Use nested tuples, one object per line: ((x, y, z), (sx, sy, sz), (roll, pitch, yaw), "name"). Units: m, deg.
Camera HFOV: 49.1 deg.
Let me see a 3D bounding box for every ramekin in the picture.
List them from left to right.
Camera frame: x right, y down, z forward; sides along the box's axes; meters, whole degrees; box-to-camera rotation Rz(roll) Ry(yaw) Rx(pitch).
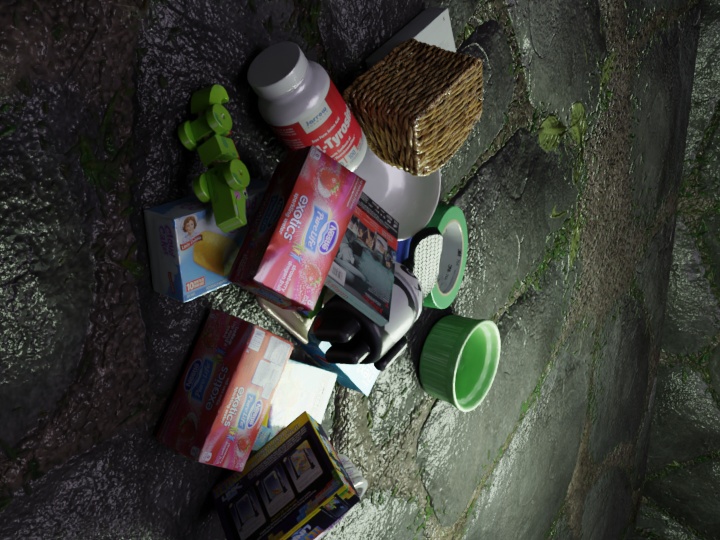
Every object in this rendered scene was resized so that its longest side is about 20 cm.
((0.212, 0.193, 1.698), (0.199, 0.097, 0.202), (-24, 121, -48), "ramekin")

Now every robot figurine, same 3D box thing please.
((0.018, 0.069, 1.253), (0.200, 0.124, 0.151), (-41, 156, -40), "robot figurine")

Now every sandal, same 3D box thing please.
((0.104, -0.010, 1.406), (0.075, 0.048, 0.201), (-13, 142, -22), "sandal")

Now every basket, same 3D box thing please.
((0.088, -0.257, 1.270), (0.200, 0.148, 0.144), (-47, 146, -30), "basket")

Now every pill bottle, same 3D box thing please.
((-0.077, -0.227, 1.140), (0.113, 0.111, 0.200), (-61, 142, -19), "pill bottle")

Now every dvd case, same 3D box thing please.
((-0.001, -0.034, 1.186), (0.146, 0.022, 0.201), (37, 41, -32), "dvd case")

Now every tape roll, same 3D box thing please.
((0.154, -0.028, 1.541), (0.200, 0.048, 0.203), (-31, 126, -57), "tape roll")

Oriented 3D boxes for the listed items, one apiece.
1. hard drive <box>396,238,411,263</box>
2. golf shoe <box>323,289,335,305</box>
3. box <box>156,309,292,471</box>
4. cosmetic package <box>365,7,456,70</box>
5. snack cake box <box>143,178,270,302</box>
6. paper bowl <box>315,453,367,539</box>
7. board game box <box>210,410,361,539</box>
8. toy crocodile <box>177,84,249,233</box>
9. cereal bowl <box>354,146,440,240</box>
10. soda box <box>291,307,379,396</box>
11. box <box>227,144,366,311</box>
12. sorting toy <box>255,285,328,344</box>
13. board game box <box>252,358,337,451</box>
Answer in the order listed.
((0.082, -0.086, 1.481), (0.132, 0.025, 0.202), (-31, 126, -45), "hard drive")
((0.000, 0.000, 1.364), (0.199, 0.075, 0.093), (-21, 116, -50), "golf shoe")
((-0.192, 0.172, 1.130), (0.100, 0.095, 0.202), (34, 75, -52), "box")
((0.099, -0.348, 1.387), (0.200, 0.051, 0.152), (-47, 137, -33), "cosmetic package")
((-0.194, -0.047, 1.085), (0.199, 0.067, 0.116), (-26, 123, -47), "snack cake box")
((-0.092, 0.382, 1.309), (0.200, 0.104, 0.201), (-35, 156, -19), "paper bowl")
((-0.117, 0.337, 1.182), (0.200, 0.166, 0.057), (-40, 129, 2), "board game box")
((-0.182, -0.147, 1.020), (0.062, 0.067, 0.202), (6, 64, -60), "toy crocodile")
((0.039, -0.151, 1.331), (0.199, 0.083, 0.203), (-4, 96, -39), "cereal bowl")
((-0.036, 0.141, 1.371), (0.068, 0.064, 0.200), (-60, 143, -19), "soda box")
((-0.085, -0.055, 1.067), (0.099, 0.095, 0.202), (30, 74, -28), "box")
((-0.076, -0.005, 1.193), (0.202, 0.036, 0.185), (-69, 156, -16), "sorting toy")
((-0.131, 0.218, 1.285), (0.199, 0.047, 0.152), (26, 81, -54), "board game box")
